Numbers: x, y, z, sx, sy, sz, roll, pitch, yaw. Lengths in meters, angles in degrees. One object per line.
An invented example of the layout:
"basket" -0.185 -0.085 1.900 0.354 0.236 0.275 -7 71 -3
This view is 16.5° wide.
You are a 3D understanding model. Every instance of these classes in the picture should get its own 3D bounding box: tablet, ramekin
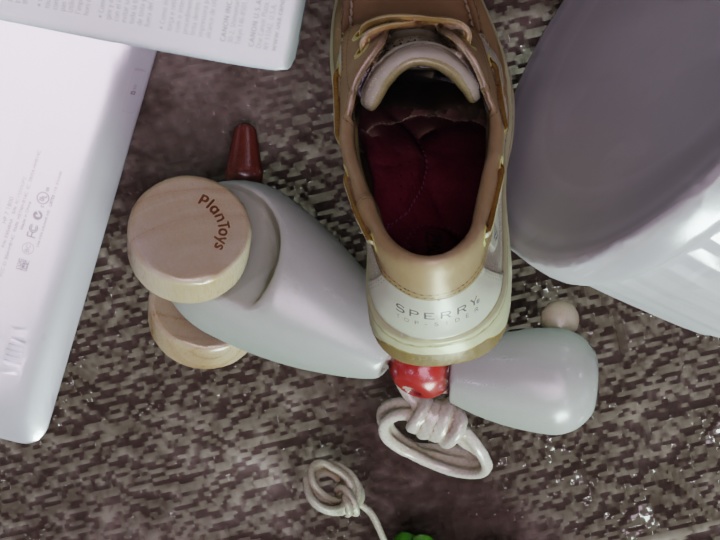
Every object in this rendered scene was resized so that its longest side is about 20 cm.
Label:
"tablet" -0.170 -0.032 1.035 0.130 0.014 0.200 16 106 -8
"ramekin" 0.151 -0.066 0.952 0.094 0.202 0.202 33 104 -24

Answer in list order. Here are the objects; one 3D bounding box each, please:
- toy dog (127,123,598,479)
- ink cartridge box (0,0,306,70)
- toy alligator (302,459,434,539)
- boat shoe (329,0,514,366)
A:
"toy dog" 0.000 0.000 1.016 0.200 0.132 0.096 24 67 -15
"ink cartridge box" -0.109 -0.176 0.971 0.200 0.057 0.163 11 103 -1
"toy alligator" 0.041 0.151 1.088 0.200 0.059 0.054 39 143 -14
"boat shoe" 0.026 -0.063 0.945 0.074 0.200 0.066 -8 146 -1
